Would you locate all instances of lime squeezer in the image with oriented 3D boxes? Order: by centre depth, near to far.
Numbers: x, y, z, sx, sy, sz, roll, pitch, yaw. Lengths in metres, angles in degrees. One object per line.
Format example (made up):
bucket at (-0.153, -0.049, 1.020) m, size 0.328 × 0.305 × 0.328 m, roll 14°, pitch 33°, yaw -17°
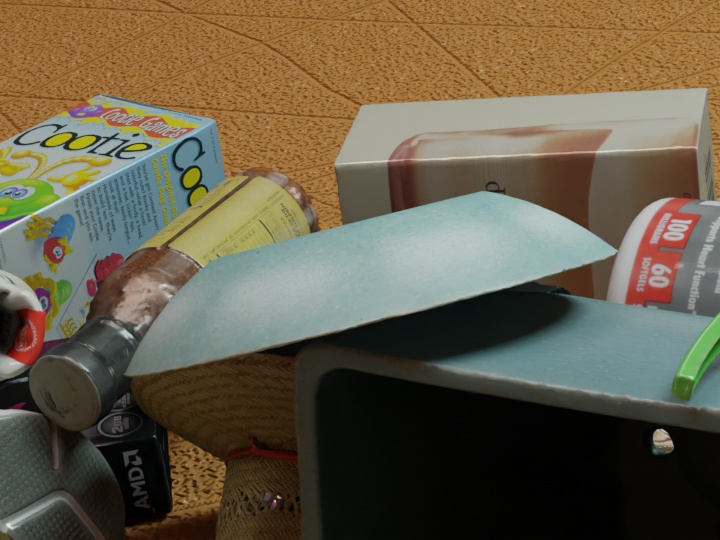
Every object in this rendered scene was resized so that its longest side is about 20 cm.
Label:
lime squeezer at (0.165, 0.019, 0.874) m, size 0.200 × 0.038 × 0.071 m, roll -6°, pitch 44°, yaw -37°

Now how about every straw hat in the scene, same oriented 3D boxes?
straw hat at (-0.021, 0.111, 1.073) m, size 0.201 × 0.201 × 0.085 m, roll 5°, pitch 67°, yaw 26°

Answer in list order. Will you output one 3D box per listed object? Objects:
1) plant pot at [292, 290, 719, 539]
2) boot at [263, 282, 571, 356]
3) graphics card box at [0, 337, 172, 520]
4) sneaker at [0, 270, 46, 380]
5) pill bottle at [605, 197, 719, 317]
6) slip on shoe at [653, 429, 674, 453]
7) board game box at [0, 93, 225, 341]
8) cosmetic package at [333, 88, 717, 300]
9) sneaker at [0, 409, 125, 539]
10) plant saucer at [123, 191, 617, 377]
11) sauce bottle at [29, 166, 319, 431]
plant pot at (0.111, 0.103, 0.952) m, size 0.196 × 0.196 × 0.200 m, roll 8°, pitch 21°, yaw 31°
boot at (0.002, 0.042, 1.216) m, size 0.162 × 0.073 × 0.198 m, roll 6°, pitch 19°, yaw 28°
graphics card box at (-0.198, 0.091, 1.221) m, size 0.200 × 0.051 × 0.126 m, roll -9°, pitch 26°, yaw -1°
sneaker at (-0.184, 0.034, 1.147) m, size 0.093 × 0.070 × 0.200 m, roll 7°, pitch -1°, yaw 18°
pill bottle at (0.226, 0.030, 1.136) m, size 0.200 × 0.116 × 0.116 m, roll 6°, pitch 30°, yaw 28°
slip on shoe at (0.143, 0.076, 1.101) m, size 0.200 × 0.061 × 0.076 m, roll 9°, pitch 8°, yaw 25°
board game box at (-0.179, -0.012, 1.360) m, size 0.103 × 0.105 × 0.200 m, roll 16°, pitch 35°, yaw 41°
cosmetic package at (0.095, -0.036, 1.328) m, size 0.200 × 0.104 × 0.087 m, roll -3°, pitch 26°, yaw 14°
sneaker at (-0.197, 0.094, 1.109) m, size 0.080 × 0.200 × 0.071 m, roll -14°, pitch 60°, yaw 46°
plant saucer at (0.000, 0.000, 0.946) m, size 0.201 × 0.039 × 0.201 m, roll -13°, pitch 0°, yaw 0°
sauce bottle at (-0.092, 0.014, 1.176) m, size 0.066 × 0.066 × 0.200 m, roll 7°, pitch 29°, yaw 30°
